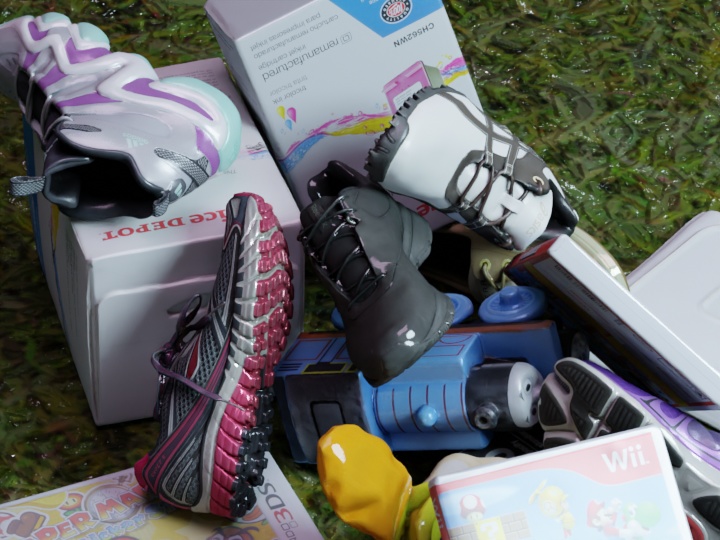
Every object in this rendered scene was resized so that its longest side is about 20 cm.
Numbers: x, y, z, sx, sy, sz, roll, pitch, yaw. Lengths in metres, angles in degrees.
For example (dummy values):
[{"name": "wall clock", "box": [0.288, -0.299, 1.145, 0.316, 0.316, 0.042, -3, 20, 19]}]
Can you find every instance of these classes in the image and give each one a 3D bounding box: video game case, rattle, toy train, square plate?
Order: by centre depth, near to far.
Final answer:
[{"name": "video game case", "box": [0.131, 0.200, 1.499, 0.142, 0.017, 0.201, -12, 78, -16]}, {"name": "rattle", "box": [0.087, 0.160, 1.537, 0.130, 0.143, 0.200, -37, 46, -24]}, {"name": "video game case", "box": [-0.118, 0.185, 1.604, 0.199, 0.023, 0.182, -15, 41, -20]}, {"name": "video game case", "box": [0.159, 0.036, 1.655, 0.143, 0.200, 0.017, 42, 84, -1]}, {"name": "toy train", "box": [0.045, 0.069, 1.681, 0.199, 0.087, 0.114, -2, 29, 26]}, {"name": "square plate", "box": [0.266, 0.034, 1.815, 0.200, 0.029, 0.198, 28, 45, 29]}]

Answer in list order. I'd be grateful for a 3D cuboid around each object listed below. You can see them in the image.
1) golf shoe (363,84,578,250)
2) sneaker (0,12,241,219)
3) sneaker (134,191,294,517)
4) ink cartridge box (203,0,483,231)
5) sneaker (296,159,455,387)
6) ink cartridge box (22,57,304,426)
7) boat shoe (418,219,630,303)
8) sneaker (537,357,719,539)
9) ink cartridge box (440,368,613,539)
[{"name": "golf shoe", "box": [0.079, -0.062, 1.699, 0.094, 0.078, 0.200, 39, 15, 28]}, {"name": "sneaker", "box": [-0.190, -0.089, 1.674, 0.199, 0.078, 0.140, 20, 43, 25]}, {"name": "sneaker", "box": [-0.090, 0.049, 1.626, 0.074, 0.201, 0.081, 9, -7, 14]}, {"name": "ink cartridge box", "box": [0.001, -0.116, 1.793, 0.144, 0.201, 0.085, -27, 31, -6]}, {"name": "sneaker", "box": [0.000, 0.000, 1.636, 0.076, 0.091, 0.200, -41, 25, 12]}, {"name": "ink cartridge box", "box": [-0.133, -0.021, 1.766, 0.147, 0.145, 0.200, -10, 39, -14]}, {"name": "boat shoe", "box": [0.100, -0.001, 1.813, 0.066, 0.074, 0.200, -37, 35, -26]}, {"name": "sneaker", "box": [0.197, 0.120, 1.603, 0.200, 0.081, 0.083, 35, 33, 10]}, {"name": "ink cartridge box", "box": [0.153, 0.161, 1.636, 0.200, 0.044, 0.198, -29, 48, -33]}]
